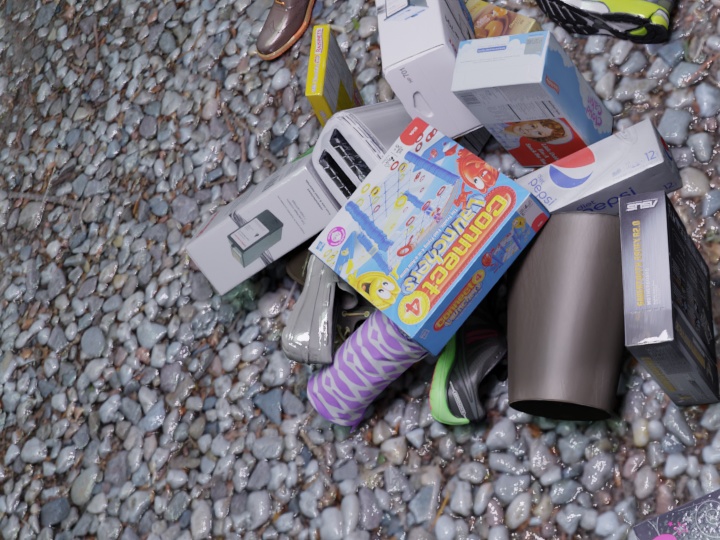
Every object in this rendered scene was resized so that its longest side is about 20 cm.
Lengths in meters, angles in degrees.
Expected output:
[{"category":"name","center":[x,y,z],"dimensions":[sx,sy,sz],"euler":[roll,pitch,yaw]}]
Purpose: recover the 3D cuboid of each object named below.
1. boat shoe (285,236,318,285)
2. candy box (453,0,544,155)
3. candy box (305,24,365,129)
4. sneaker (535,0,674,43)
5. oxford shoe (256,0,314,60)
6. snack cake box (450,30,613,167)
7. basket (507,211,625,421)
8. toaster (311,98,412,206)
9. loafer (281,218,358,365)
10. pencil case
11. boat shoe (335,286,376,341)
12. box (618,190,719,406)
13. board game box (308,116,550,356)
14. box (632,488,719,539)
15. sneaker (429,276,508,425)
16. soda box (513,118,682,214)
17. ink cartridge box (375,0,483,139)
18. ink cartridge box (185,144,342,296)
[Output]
[{"category":"boat shoe","center":[0.000,0.000,1.577],"dimensions":[0.199,0.068,0.072],"euler":[4,78,33]},{"category":"candy box","center":[0.140,-0.242,1.605],"dimensions":[0.115,0.055,0.201],"euler":[30,87,40]},{"category":"candy box","center":[-0.030,-0.220,1.616],"dimensions":[0.026,0.200,0.103],"euler":[-2,66,13]},{"category":"sneaker","center":[0.301,-0.339,1.544],"dimensions":[0.199,0.074,0.081],"euler":[21,74,31]},{"category":"oxford shoe","center":[-0.107,-0.406,1.834],"dimensions":[0.071,0.073,0.201],"euler":[23,82,38]},{"category":"snack cake box","center":[0.203,-0.193,1.447],"dimensions":[0.115,0.200,0.068],"euler":[-1,67,33]},{"category":"basket","center":[0.227,0.055,1.359],"dimensions":[0.180,0.136,0.201],"euler":[-15,63,54]},{"category":"toaster","center":[0.031,-0.132,1.542],"dimensions":[0.200,0.129,0.114],"euler":[53,133,24]},{"category":"loafer","center":[-0.034,0.024,1.500],"dimensions":[0.069,0.070,0.201],"euler":[13,66,12]},{"category":"pencil case","center":[0.018,0.105,1.464],"dimensions":[0.200,0.085,0.084],"euler":[-46,7,39]},{"category":"boat shoe","center":[0.004,0.058,1.542],"dimensions":[0.201,0.072,0.061],"euler":[-8,59,26]},{"category":"box","center":[0.314,0.033,1.267],"dimensions":[0.048,0.200,0.159],"euler":[-9,64,26]},{"category":"board game box","center":[0.072,-0.042,1.370],"dimensions":[0.200,0.056,0.196],"euler":[-51,49,0]},{"category":"box","center":[0.358,0.314,1.158],"dimensions":[0.132,0.115,0.201],"euler":[-29,55,19]},{"category":"sneaker","center":[0.137,0.089,1.452],"dimensions":[0.083,0.077,0.201],"euler":[14,70,7]},{"category":"soda box","center":[0.263,-0.096,1.447],"dimensions":[0.199,0.068,0.064],"euler":[-25,56,23]},{"category":"ink cartridge box","center":[0.083,-0.276,1.509],"dimensions":[0.086,0.147,0.201],"euler":[-21,48,17]},{"category":"ink cartridge box","center":[-0.115,-0.070,1.632],"dimensions":[0.200,0.084,0.146],"euler":[-32,12,18]}]
